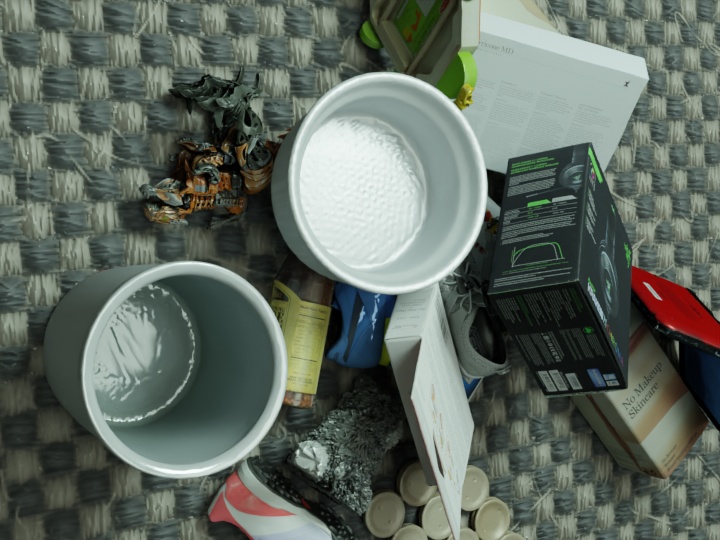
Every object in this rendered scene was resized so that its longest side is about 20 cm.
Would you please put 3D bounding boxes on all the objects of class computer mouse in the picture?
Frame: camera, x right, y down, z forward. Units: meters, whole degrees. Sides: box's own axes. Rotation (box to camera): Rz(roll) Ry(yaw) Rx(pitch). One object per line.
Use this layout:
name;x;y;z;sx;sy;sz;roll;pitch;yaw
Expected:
computer mouse;0.166;0.045;1.039;0.200;0.034;0.059;30;51;-64

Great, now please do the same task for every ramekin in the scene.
ramekin;0.011;-0.078;0.942;0.199;0.098;0.202;0;89;-23

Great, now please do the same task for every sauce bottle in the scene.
sauce bottle;-0.061;0.036;1.002;0.066;0.066;0.202;13;82;-27

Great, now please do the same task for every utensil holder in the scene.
utensil holder;-0.177;0.076;0.862;0.169;0.200;0.172;-1;92;-27

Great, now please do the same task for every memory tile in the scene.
memory tile;0.099;0.294;1.117;0.153;0.017;0.201;-38;107;-22

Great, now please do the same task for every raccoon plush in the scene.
raccoon plush;0.001;0.159;0.977;0.096;0.200;0.134;33;75;3

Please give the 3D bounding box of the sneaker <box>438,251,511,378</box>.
sneaker;0.111;0.020;1.042;0.074;0.082;0.201;-30;103;-23

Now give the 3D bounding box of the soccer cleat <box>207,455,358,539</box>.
soccer cleat;-0.066;0.269;1.010;0.073;0.068;0.200;-44;116;5

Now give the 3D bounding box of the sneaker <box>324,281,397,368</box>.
sneaker;0.000;0.000;1.032;0.078;0.066;0.202;5;81;-4

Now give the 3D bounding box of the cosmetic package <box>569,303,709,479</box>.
cosmetic package;0.316;0.139;1.189;0.103;0.087;0.200;-46;110;-18

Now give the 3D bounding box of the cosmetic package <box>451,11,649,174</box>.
cosmetic package;0.177;-0.174;1.043;0.198;0.151;0.052;15;41;-3

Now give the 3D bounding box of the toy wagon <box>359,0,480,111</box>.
toy wagon;0.068;-0.240;0.984;0.039;0.155;0.201;-12;65;-32

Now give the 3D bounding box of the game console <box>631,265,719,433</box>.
game console;0.368;0.097;1.170;0.171;0.200;0.119;21;108;-11

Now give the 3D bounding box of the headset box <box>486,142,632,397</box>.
headset box;0.211;-0.004;1.016;0.175;0.092;0.201;57;35;-38

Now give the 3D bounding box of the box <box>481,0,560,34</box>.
box;0.137;-0.265;1.084;0.200;0.095;0.078;43;71;-23

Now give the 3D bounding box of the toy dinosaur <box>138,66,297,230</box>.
toy dinosaur;-0.125;-0.118;0.965;0.200;0.102;0.137;-39;125;-40

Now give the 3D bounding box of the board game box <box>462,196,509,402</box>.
board game box;0.121;0.031;1.113;0.126;0.035;0.201;41;73;-22

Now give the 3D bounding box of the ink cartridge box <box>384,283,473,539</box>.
ink cartridge box;0.067;0.141;0.986;0.177;0.044;0.201;-71;150;-53
